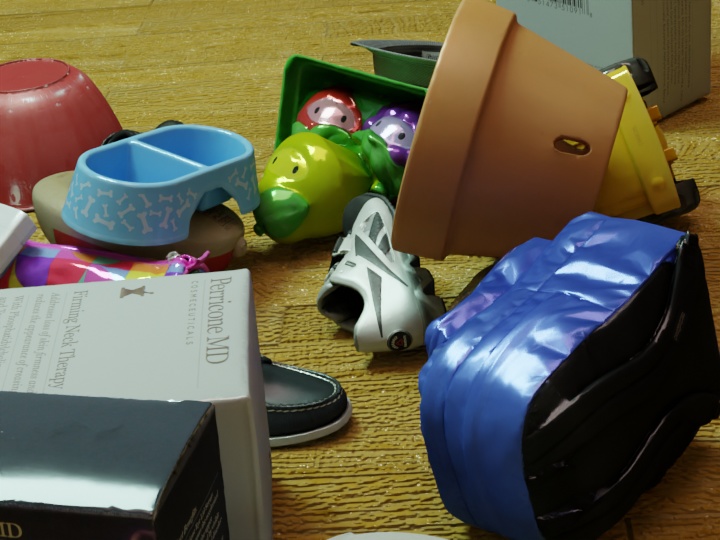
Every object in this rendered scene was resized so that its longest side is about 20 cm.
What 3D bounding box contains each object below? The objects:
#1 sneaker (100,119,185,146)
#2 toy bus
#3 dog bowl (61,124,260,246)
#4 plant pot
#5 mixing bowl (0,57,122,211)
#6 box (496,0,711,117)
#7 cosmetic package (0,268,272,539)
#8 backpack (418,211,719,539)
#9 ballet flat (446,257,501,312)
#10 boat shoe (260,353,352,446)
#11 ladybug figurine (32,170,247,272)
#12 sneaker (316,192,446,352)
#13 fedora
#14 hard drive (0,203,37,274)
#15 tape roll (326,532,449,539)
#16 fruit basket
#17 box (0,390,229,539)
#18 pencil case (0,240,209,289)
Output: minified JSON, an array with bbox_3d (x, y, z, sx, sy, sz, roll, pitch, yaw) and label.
[{"bbox_3d":[-0.205,-0.103,1.487,0.076,0.084,0.200,3,29,14],"label":"sneaker"},{"bbox_3d":[0.186,-0.083,1.336,0.191,0.137,0.200,-24,-2,14],"label":"toy bus"},{"bbox_3d":[-0.163,-0.076,1.292,0.111,0.050,0.200,21,27,26],"label":"dog bowl"},{"bbox_3d":[0.118,-0.093,1.170,0.139,0.201,0.200,16,30,6],"label":"plant pot"},{"bbox_3d":[-0.336,-0.150,1.576,0.198,0.109,0.201,-4,28,2],"label":"mixing bowl"},{"bbox_3d":[0.254,-0.277,1.616,0.130,0.202,0.198,-26,33,-32],"label":"box"},{"bbox_3d":[-0.159,0.115,0.971,0.198,0.168,0.168,-5,27,-2],"label":"cosmetic package"},{"bbox_3d":[0.124,0.081,1.003,0.167,0.163,0.200,9,42,43],"label":"backpack"},{"bbox_3d":[0.143,0.009,1.223,0.198,0.071,0.071,-12,28,-24],"label":"ballet flat"},{"bbox_3d":[-0.105,0.084,1.134,0.198,0.061,0.076,0,28,10],"label":"boat shoe"},{"bbox_3d":[-0.193,-0.033,1.342,0.198,0.073,0.136,15,21,17],"label":"ladybug figurine"},{"bbox_3d":[0.000,0.000,1.262,0.088,0.075,0.200,-13,31,-10],"label":"sneaker"},{"bbox_3d":[0.078,-0.179,1.565,0.176,0.091,0.200,15,16,28],"label":"fedora"},{"bbox_3d":[-0.365,0.021,1.242,0.131,0.027,0.201,17,62,37],"label":"hard drive"},{"bbox_3d":[0.030,0.219,0.832,0.201,0.037,0.203,7,31,-4],"label":"tape roll"},{"bbox_3d":[-0.018,-0.106,1.413,0.214,0.157,0.216,8,14,-2],"label":"fruit basket"},{"bbox_3d":[-0.149,0.173,0.816,0.147,0.202,0.105,1,28,13],"label":"box"},{"bbox_3d":[-0.212,0.019,1.256,0.198,0.089,0.088,4,28,19],"label":"pencil case"}]
